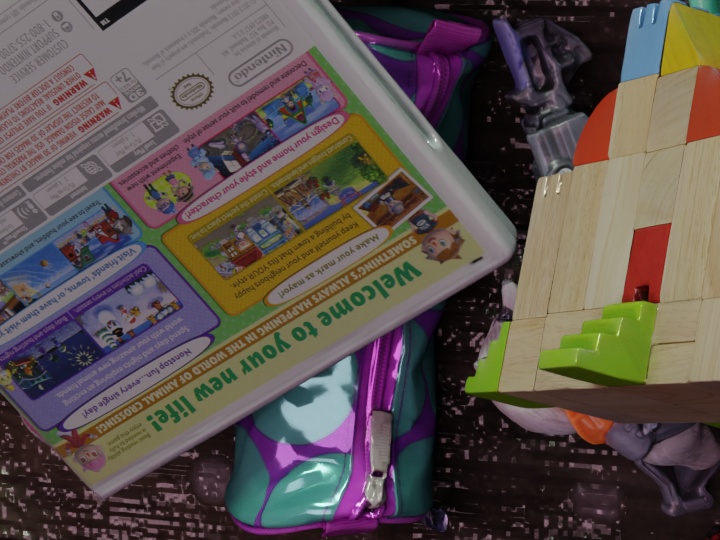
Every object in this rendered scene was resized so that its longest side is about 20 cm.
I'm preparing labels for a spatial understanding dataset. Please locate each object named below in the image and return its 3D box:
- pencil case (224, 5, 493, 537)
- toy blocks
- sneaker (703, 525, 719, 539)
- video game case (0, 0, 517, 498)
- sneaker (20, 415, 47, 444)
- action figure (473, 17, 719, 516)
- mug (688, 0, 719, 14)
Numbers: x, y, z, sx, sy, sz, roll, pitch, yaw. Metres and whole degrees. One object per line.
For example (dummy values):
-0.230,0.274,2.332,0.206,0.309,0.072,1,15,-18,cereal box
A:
0.000,0.000,0.990,0.092,0.085,0.201,24,110,61,pencil case
0.111,-0.024,0.831,0.099,0.200,0.138,15,80,-22,toy blocks
0.151,0.144,0.971,0.096,0.079,0.200,45,118,-1,sneaker
-0.076,-0.028,0.919,0.199,0.022,0.182,-31,111,26,video game case
-0.110,-0.004,1.012,0.081,0.088,0.201,36,131,22,sneaker
0.120,-0.011,0.934,0.193,0.105,0.201,-29,100,3,action figure
0.175,-0.159,0.864,0.185,0.152,0.114,-42,75,-12,mug
